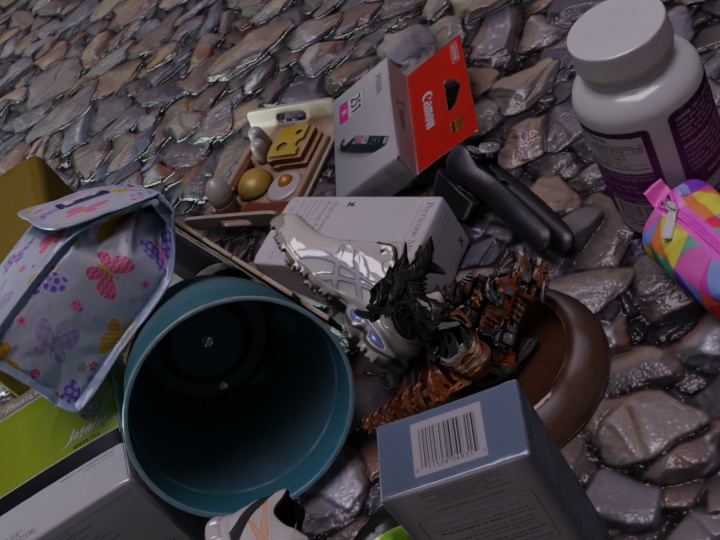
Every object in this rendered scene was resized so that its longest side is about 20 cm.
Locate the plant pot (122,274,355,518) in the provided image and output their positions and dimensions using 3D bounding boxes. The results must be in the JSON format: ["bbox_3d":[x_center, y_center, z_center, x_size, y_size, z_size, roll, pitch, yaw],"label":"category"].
[{"bbox_3d":[-0.128,0.094,0.950,0.200,0.200,0.188,-39,23,-5],"label":"plant pot"}]

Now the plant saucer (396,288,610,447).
[{"bbox_3d":[0.116,0.085,0.900,0.199,0.032,0.201,-21,41,19],"label":"plant saucer"}]

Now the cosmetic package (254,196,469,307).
[{"bbox_3d":[-0.001,-0.018,1.056,0.199,0.074,0.102,1,51,38],"label":"cosmetic package"}]

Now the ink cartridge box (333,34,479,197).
[{"bbox_3d":[0.045,-0.176,1.174,0.173,0.043,0.201,-37,35,27],"label":"ink cartridge box"}]

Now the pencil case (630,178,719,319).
[{"bbox_3d":[0.299,0.005,0.809,0.088,0.089,0.200,-35,39,0],"label":"pencil case"}]

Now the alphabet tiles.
[{"bbox_3d":[-0.106,0.001,1.004,0.199,0.166,0.006,32,85,11],"label":"alphabet tiles"}]

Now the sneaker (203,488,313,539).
[{"bbox_3d":[-0.059,0.241,0.770,0.080,0.074,0.200,-32,39,0],"label":"sneaker"}]

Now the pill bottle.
[{"bbox_3d":[0.248,-0.133,0.891,0.112,0.200,0.113,-19,41,18],"label":"pill bottle"}]

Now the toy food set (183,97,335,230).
[{"bbox_3d":[-0.120,-0.132,1.267,0.143,0.061,0.201,-3,49,34],"label":"toy food set"}]

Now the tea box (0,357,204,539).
[{"bbox_3d":[-0.273,0.212,0.963,0.199,0.134,0.197,-32,39,3],"label":"tea box"}]

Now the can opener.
[{"bbox_3d":[0.146,-0.071,1.027,0.063,0.079,0.200,-7,31,-31],"label":"can opener"}]

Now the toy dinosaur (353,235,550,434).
[{"bbox_3d":[0.074,0.048,0.847,0.200,0.136,0.102,-49,6,-38],"label":"toy dinosaur"}]

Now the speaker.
[{"bbox_3d":[-0.202,0.005,1.169,0.081,0.081,0.200,-46,39,-14],"label":"speaker"}]

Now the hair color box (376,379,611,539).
[{"bbox_3d":[0.098,0.166,0.691,0.098,0.200,0.061,-21,41,16],"label":"hair color box"}]

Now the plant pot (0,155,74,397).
[{"bbox_3d":[-0.381,0.032,1.190,0.194,0.196,0.200,-32,45,3],"label":"plant pot"}]

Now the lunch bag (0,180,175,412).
[{"bbox_3d":[-0.260,0.002,0.940,0.200,0.127,0.169,-53,27,-8],"label":"lunch bag"}]

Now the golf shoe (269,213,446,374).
[{"bbox_3d":[0.000,0.000,0.956,0.097,0.078,0.200,-46,65,4],"label":"golf shoe"}]

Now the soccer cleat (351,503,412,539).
[{"bbox_3d":[0.049,0.182,0.790,0.200,0.068,0.081,-41,23,-15],"label":"soccer cleat"}]
